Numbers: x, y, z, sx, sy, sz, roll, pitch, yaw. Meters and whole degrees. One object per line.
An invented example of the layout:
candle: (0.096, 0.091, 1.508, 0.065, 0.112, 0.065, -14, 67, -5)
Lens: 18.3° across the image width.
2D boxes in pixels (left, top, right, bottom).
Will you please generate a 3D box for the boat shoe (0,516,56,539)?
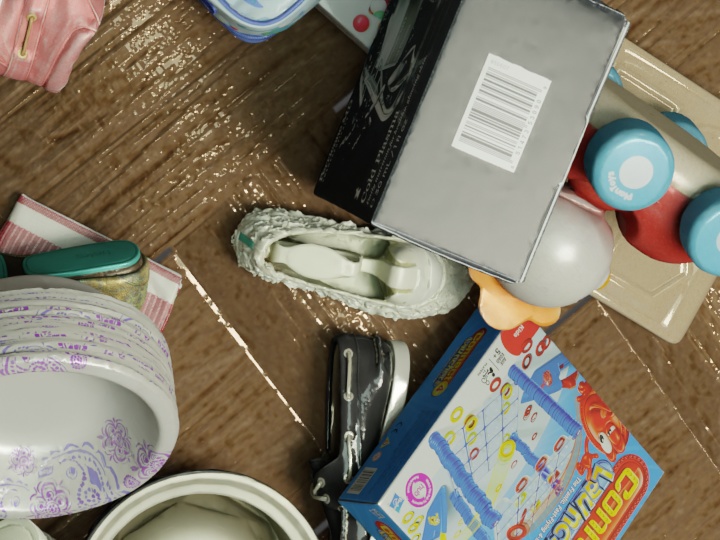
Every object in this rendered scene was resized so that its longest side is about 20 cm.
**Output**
boat shoe: (-0.299, 0.261, 1.640, 0.201, 0.072, 0.060, -38, 144, 6)

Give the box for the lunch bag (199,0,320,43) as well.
lunch bag: (-0.089, -0.276, 1.607, 0.161, 0.082, 0.200, -44, 90, -5)

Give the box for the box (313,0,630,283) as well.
box: (0.073, -0.114, 1.591, 0.123, 0.197, 0.201, 22, 92, -14)

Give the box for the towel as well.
towel: (-0.236, 0.063, 1.661, 0.143, 0.023, 0.201, 27, 87, -15)

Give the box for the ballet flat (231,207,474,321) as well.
ballet flat: (0.000, 0.000, 1.694, 0.199, 0.072, 0.072, 9, 94, -17)

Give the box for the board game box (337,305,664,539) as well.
board game box: (0.111, 0.164, 1.707, 0.196, 0.056, 0.200, 47, 65, -23)

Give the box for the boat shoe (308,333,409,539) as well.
boat shoe: (-0.010, 0.147, 1.705, 0.060, 0.074, 0.202, 11, 91, -16)

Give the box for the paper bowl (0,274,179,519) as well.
paper bowl: (-0.231, 0.081, 1.569, 0.199, 0.201, 0.105, 1, 53, -15)

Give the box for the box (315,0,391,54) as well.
box: (0.058, -0.222, 1.695, 0.200, 0.041, 0.156, 41, 86, -15)

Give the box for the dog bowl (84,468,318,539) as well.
dog bowl: (-0.127, 0.242, 1.685, 0.199, 0.074, 0.202, -2, 97, -16)

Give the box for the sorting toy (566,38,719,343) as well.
sorting toy: (0.218, -0.066, 1.764, 0.199, 0.036, 0.186, 30, 88, -21)

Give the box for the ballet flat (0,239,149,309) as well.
ballet flat: (-0.251, 0.018, 1.614, 0.198, 0.071, 0.071, -3, 98, -12)

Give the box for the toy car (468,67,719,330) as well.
toy car: (0.170, -0.029, 1.656, 0.176, 0.185, 0.200, 33, 106, -21)

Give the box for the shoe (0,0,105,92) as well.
shoe: (-0.220, -0.231, 1.607, 0.090, 0.071, 0.201, 20, 94, -21)
